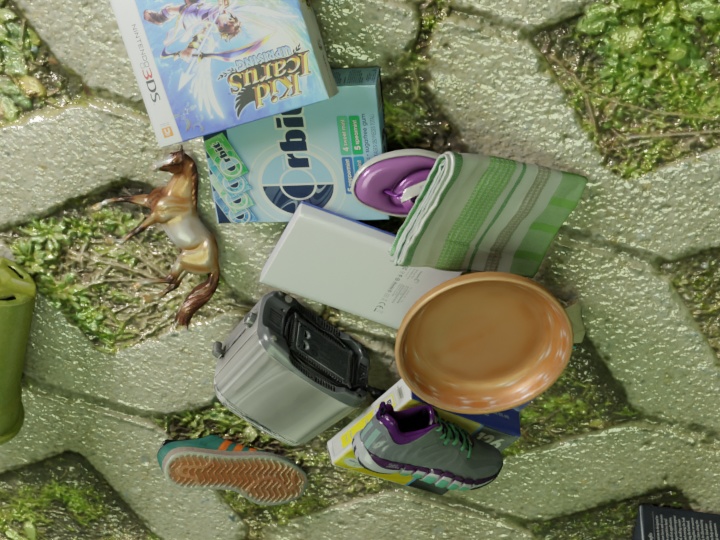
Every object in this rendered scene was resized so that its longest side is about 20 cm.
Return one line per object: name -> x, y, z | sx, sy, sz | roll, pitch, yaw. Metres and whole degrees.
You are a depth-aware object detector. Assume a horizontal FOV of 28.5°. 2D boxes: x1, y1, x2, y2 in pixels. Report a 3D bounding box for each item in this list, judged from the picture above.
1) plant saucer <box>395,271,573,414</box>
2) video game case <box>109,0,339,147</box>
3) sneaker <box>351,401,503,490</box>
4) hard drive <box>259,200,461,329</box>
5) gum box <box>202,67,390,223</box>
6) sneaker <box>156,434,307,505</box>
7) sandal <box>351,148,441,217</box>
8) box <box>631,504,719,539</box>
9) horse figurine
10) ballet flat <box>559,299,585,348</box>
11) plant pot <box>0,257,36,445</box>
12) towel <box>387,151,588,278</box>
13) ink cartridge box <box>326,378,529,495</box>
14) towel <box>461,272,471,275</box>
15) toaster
plant saucer -> 0.137, 0.077, 1.587 | 0.199, 0.038, 0.201 | -2, 128, -2
video game case -> -0.144, -0.241, 1.477 | 0.199, 0.045, 0.182 | -14, 103, 16
sneaker -> 0.093, 0.200, 1.647 | 0.199, 0.075, 0.088 | 9, 129, -28
hard drive -> 0.000, 0.000, 1.632 | 0.199, 0.025, 0.132 | 19, 137, -14
gum box -> -0.071, -0.136, 1.570 | 0.199, 0.045, 0.170 | 0, 124, 9
sneaker -> -0.166, 0.249, 1.833 | 0.199, 0.080, 0.072 | 14, 104, -24
sandal -> 0.091, -0.083, 1.551 | 0.202, 0.050, 0.083 | 8, 117, -16
box -> 0.447, 0.401, 1.825 | 0.199, 0.107, 0.149 | 6, 125, 4
horse figurine -> -0.219, -0.035, 1.646 | 0.132, 0.050, 0.200 | -25, 110, 2
ballet flat -> 0.164, 0.045, 1.636 | 0.199, 0.070, 0.070 | 8, 125, -11
plant pot -> -0.475, 0.081, 1.697 | 0.200, 0.200, 0.185 | 21, 112, -7
towel -> 0.142, -0.055, 1.547 | 0.199, 0.031, 0.149 | 6, 127, -33
ink cartridge box -> 0.096, 0.191, 1.724 | 0.197, 0.047, 0.200 | 23, 129, -37
towel -> 0.108, -0.025, 1.638 | 0.086, 0.018, 0.200 | -10, 121, 13
toaster -> -0.081, 0.126, 1.707 | 0.200, 0.114, 0.129 | 34, 125, -24
